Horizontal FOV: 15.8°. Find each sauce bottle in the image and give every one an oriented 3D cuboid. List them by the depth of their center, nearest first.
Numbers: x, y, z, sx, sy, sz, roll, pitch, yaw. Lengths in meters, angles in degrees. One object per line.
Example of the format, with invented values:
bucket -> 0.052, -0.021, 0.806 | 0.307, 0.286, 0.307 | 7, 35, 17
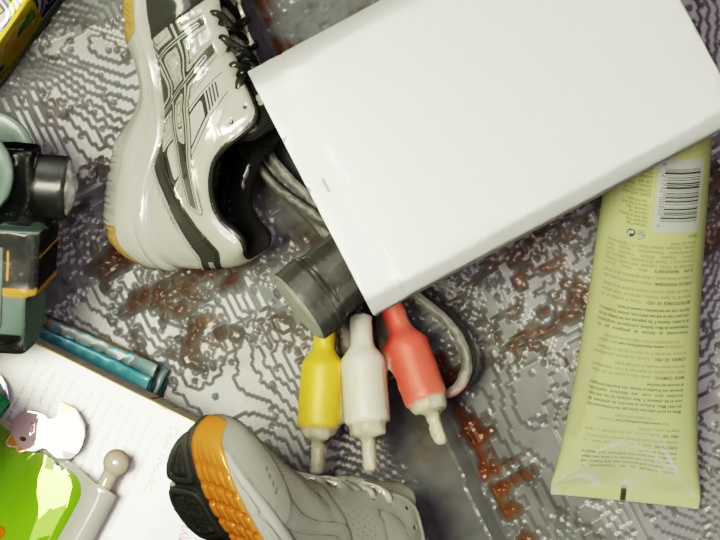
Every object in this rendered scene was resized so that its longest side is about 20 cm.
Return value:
sauce bottle -> 0.044, -0.043, 1.296 | 0.200, 0.065, 0.065 | -38, 86, -9

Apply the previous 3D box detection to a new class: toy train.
toy train -> -0.237, -0.020, 1.261 | 0.199, 0.085, 0.115 | 3, 100, 2

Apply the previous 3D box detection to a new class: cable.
cable -> 0.000, 0.000, 1.320 | 0.097, 0.050, 0.201 | -13, 87, 4

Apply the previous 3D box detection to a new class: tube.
tube -> 0.141, 0.022, 1.305 | 0.058, 0.052, 0.201 | 18, 111, 43

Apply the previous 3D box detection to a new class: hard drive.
hard drive -> 0.064, -0.083, 1.247 | 0.199, 0.026, 0.132 | -28, 86, 2

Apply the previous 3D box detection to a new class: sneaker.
sneaker -> -0.020, 0.123, 1.273 | 0.076, 0.200, 0.092 | 21, 63, 44
sneaker -> -0.070, -0.098, 1.307 | 0.087, 0.076, 0.201 | 8, 98, 27

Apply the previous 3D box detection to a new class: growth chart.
growth chart -> -0.223, 0.111, 1.286 | 0.199, 0.018, 0.146 | 21, 94, 6

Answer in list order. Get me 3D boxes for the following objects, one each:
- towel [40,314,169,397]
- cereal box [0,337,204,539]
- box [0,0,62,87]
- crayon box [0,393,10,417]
towel -> -0.217, 0.079, 1.345 | 0.199, 0.022, 0.147 | 23, 89, 4
cereal box -> -0.163, 0.113, 1.309 | 0.199, 0.040, 0.145 | 26, 91, 5
box -> -0.218, -0.113, 1.331 | 0.070, 0.064, 0.200 | 35, 91, 4
crayon box -> -0.277, 0.093, 1.233 | 0.119, 0.058, 0.200 | 45, 109, -4
